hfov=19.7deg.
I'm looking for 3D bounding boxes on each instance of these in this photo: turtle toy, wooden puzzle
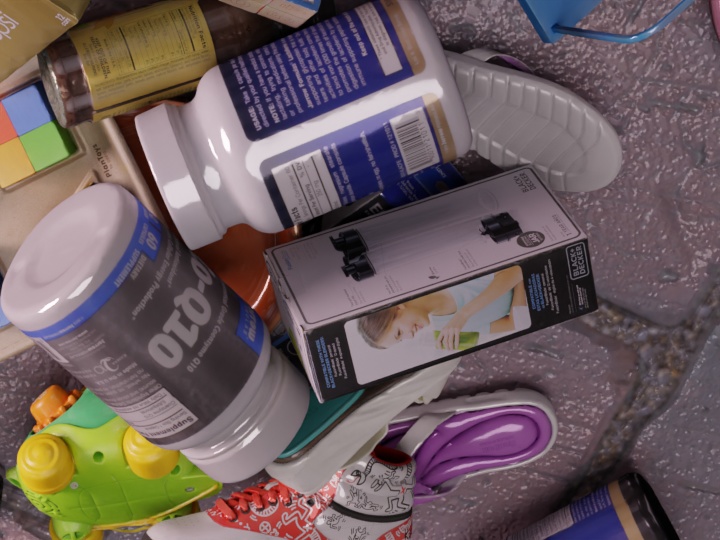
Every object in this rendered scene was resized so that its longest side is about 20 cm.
[{"bbox_3d":[-0.159,0.127,1.499,0.198,0.102,0.146,-9,147,-1],"label":"turtle toy"},{"bbox_3d":[-0.244,-0.038,1.414,0.199,0.046,0.186,-24,100,11],"label":"wooden puzzle"}]

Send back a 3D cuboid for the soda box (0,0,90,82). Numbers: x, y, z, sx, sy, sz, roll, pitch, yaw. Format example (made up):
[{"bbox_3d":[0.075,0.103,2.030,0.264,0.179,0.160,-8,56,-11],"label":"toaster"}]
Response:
[{"bbox_3d":[-0.222,-0.171,1.301,0.064,0.200,0.068,34,66,-18],"label":"soda box"}]

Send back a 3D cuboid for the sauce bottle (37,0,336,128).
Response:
[{"bbox_3d":[-0.113,-0.151,1.373,0.199,0.065,0.065,-18,118,-16],"label":"sauce bottle"}]

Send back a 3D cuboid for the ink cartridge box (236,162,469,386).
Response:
[{"bbox_3d":[0.000,0.000,1.476,0.199,0.039,0.099,-36,113,20],"label":"ink cartridge box"}]

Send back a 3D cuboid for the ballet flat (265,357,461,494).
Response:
[{"bbox_3d":[0.015,0.082,1.441,0.200,0.069,0.070,-39,115,-11],"label":"ballet flat"}]

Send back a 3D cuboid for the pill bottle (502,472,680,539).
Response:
[{"bbox_3d":[0.151,0.247,1.585,0.199,0.112,0.112,-30,115,9],"label":"pill bottle"}]

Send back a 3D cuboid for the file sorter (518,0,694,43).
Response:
[{"bbox_3d":[0.145,-0.259,1.304,0.139,0.123,0.201,-41,116,-13],"label":"file sorter"}]

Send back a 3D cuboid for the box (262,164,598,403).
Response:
[{"bbox_3d":[0.045,0.006,1.385,0.198,0.117,0.061,-18,122,-9],"label":"box"}]

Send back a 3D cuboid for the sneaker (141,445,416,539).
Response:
[{"bbox_3d":[-0.055,0.163,1.481,0.200,0.067,0.109,7,102,-20],"label":"sneaker"}]

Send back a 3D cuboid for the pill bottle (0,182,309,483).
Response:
[{"bbox_3d":[-0.130,0.046,1.366,0.114,0.114,0.200,-38,121,13],"label":"pill bottle"}]

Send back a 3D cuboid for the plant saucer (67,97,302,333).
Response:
[{"bbox_3d":[-0.138,-0.023,1.446,0.198,0.032,0.202,2,104,8],"label":"plant saucer"}]

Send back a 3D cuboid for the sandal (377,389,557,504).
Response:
[{"bbox_3d":[0.050,0.142,1.549,0.201,0.050,0.083,-23,116,6],"label":"sandal"}]

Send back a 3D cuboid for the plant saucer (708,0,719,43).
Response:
[{"bbox_3d":[0.332,-0.205,1.414,0.199,0.051,0.202,-2,115,-4],"label":"plant saucer"}]

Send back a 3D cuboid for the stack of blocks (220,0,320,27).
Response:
[{"bbox_3d":[-0.109,-0.245,1.320,0.198,0.059,0.116,19,81,-14],"label":"stack of blocks"}]

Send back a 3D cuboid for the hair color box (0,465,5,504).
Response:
[{"bbox_3d":[-0.346,0.121,1.483,0.060,0.099,0.200,-37,114,12],"label":"hair color box"}]

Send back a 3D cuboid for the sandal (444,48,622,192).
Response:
[{"bbox_3d":[0.091,-0.120,1.431,0.201,0.050,0.083,23,134,-3],"label":"sandal"}]

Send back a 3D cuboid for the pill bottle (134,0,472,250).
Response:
[{"bbox_3d":[-0.037,-0.093,1.340,0.199,0.116,0.116,-22,116,-1],"label":"pill bottle"}]
